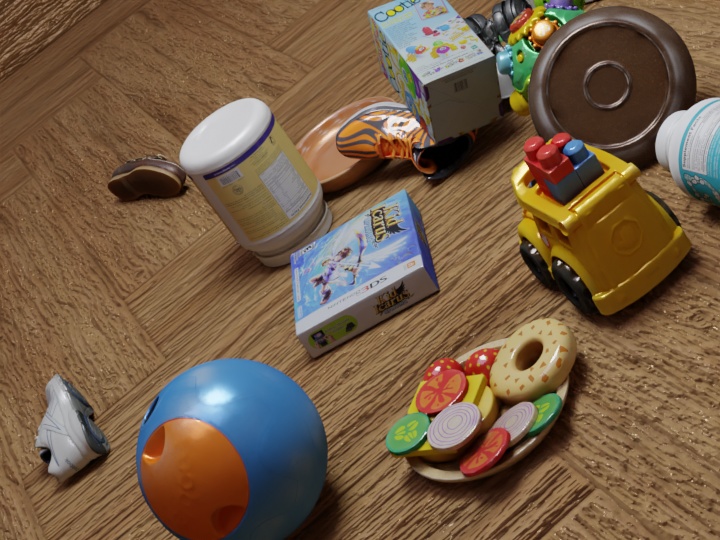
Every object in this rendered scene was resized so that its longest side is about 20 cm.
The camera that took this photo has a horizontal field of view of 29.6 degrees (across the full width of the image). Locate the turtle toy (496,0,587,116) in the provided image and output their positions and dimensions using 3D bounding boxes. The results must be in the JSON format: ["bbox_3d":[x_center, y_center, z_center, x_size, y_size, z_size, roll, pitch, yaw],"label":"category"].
[{"bbox_3d":[0.242,-0.297,1.724,0.146,0.101,0.201,-34,18,48],"label":"turtle toy"}]

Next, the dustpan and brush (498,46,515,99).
[{"bbox_3d":[0.229,-0.268,1.873,0.139,0.058,0.199,-38,20,-30],"label":"dustpan and brush"}]

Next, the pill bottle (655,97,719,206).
[{"bbox_3d":[0.395,-0.117,1.405,0.111,0.111,0.200,-42,29,-12],"label":"pill bottle"}]

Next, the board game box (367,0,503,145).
[{"bbox_3d":[0.099,-0.277,1.828,0.104,0.104,0.200,-22,44,-7],"label":"board game box"}]

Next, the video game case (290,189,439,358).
[{"bbox_3d":[0.000,0.000,1.720,0.180,0.046,0.201,-28,30,11],"label":"video game case"}]

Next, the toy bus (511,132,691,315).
[{"bbox_3d":[0.224,-0.074,1.444,0.135,0.192,0.200,-40,28,-5],"label":"toy bus"}]

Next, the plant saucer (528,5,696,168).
[{"bbox_3d":[0.291,-0.214,1.598,0.199,0.202,0.032,-27,-11,15],"label":"plant saucer"}]

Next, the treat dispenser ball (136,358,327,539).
[{"bbox_3d":[-0.133,0.192,1.417,0.200,0.201,0.202,-26,30,16],"label":"treat dispenser ball"}]

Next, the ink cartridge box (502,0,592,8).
[{"bbox_3d":[0.314,-0.447,2.017,0.199,0.067,0.117,-10,38,37],"label":"ink cartridge box"}]

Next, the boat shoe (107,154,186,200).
[{"bbox_3d":[-0.356,-0.167,2.311,0.199,0.071,0.071,1,49,47],"label":"boat shoe"}]

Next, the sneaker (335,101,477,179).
[{"bbox_3d":[0.059,-0.173,1.847,0.198,0.078,0.112,-11,36,13],"label":"sneaker"}]

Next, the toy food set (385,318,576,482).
[{"bbox_3d":[0.124,0.136,1.386,0.199,0.049,0.199,-11,38,37],"label":"toy food set"}]

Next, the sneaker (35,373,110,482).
[{"bbox_3d":[-0.400,0.206,1.817,0.087,0.075,0.200,-42,29,-1],"label":"sneaker"}]

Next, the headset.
[{"bbox_3d":[0.191,-0.323,1.904,0.123,0.095,0.200,-24,1,9],"label":"headset"}]

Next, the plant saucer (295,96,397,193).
[{"bbox_3d":[-0.021,-0.180,2.012,0.199,0.038,0.201,-27,30,17],"label":"plant saucer"}]

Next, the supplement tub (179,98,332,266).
[{"bbox_3d":[-0.141,-0.119,1.881,0.145,0.201,0.146,-25,31,17],"label":"supplement tub"}]
